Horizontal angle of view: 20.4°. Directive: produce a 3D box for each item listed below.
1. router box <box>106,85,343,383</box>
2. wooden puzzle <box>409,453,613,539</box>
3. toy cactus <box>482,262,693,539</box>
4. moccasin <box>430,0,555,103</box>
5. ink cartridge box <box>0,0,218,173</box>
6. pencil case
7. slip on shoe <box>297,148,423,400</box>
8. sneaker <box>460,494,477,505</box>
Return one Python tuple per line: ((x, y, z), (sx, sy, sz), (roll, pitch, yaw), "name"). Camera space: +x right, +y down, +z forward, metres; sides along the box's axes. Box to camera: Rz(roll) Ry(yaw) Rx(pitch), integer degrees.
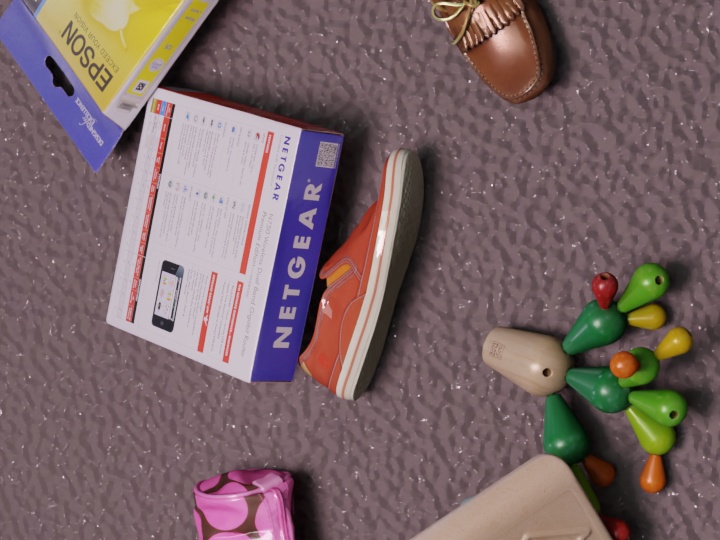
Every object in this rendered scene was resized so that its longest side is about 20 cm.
((-0.110, -0.030, 1.566), (0.179, 0.049, 0.200), (20, 101, 42), "router box")
((0.108, 0.253, 1.429), (0.185, 0.046, 0.200), (-33, 106, -5), "wooden puzzle")
((0.157, 0.085, 1.444), (0.165, 0.102, 0.200), (21, 111, 35), "toy cactus")
((0.080, -0.215, 1.471), (0.074, 0.078, 0.202), (-25, 80, 26), "moccasin")
((-0.216, -0.218, 1.619), (0.200, 0.047, 0.198), (-50, 56, 18), "ink cartridge box")
((-0.075, 0.254, 1.565), (0.094, 0.091, 0.200), (-14, 87, 62), "pencil case")
((0.000, 0.000, 1.523), (0.061, 0.074, 0.200), (21, 107, 14), "slip on shoe")
((0.077, 0.261, 1.504), (0.086, 0.078, 0.200), (30, 98, 35), "sneaker")
